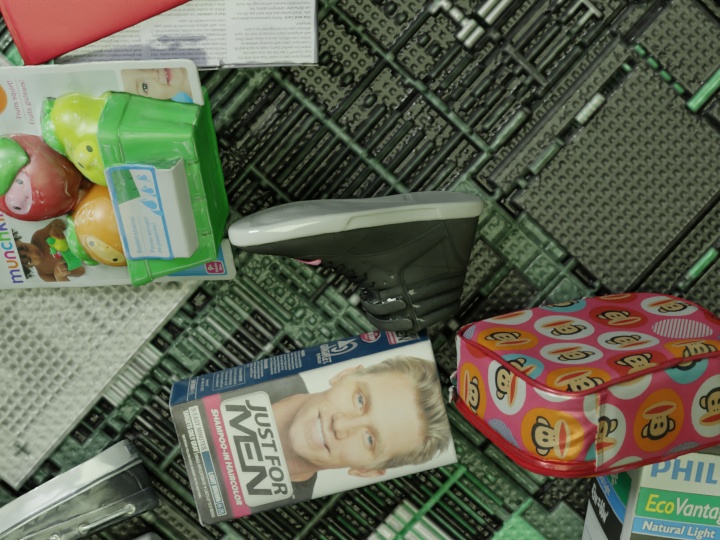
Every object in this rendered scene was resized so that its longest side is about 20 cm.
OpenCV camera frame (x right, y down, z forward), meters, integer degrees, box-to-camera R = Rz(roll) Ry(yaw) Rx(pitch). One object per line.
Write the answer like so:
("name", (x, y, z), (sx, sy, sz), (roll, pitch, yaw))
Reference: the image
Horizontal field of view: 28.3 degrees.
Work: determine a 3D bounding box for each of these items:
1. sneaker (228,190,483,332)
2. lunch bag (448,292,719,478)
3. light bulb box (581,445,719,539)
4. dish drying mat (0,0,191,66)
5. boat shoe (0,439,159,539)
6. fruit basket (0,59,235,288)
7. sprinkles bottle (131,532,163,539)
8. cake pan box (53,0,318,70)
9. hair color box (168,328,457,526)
("sneaker", (0.000, 0.000, 1.022), (0.198, 0.071, 0.100), (-5, 104, -29))
("lunch bag", (0.167, 0.069, 1.020), (0.198, 0.176, 0.083), (-9, 112, -24))
("light bulb box", (0.275, 0.215, 1.084), (0.196, 0.125, 0.202), (6, 103, -5))
("dish drying mat", (-0.150, -0.210, 0.967), (0.199, 0.018, 0.077), (-22, 104, 2))
("boat shoe", (-0.244, 0.204, 1.068), (0.199, 0.072, 0.068), (-30, 84, -5))
("fruit basket", (-0.196, -0.058, 0.986), (0.198, 0.094, 0.186), (-5, 127, 1))
("sprinkles bottle", (-0.231, 0.273, 1.089), (0.199, 0.068, 0.069), (-27, 103, 2))
("cake pan box", (-0.127, -0.233, 0.998), (0.198, 0.052, 0.186), (-3, 100, -4))
("hair color box", (-0.035, 0.114, 1.073), (0.198, 0.061, 0.101), (-15, 103, -1))
